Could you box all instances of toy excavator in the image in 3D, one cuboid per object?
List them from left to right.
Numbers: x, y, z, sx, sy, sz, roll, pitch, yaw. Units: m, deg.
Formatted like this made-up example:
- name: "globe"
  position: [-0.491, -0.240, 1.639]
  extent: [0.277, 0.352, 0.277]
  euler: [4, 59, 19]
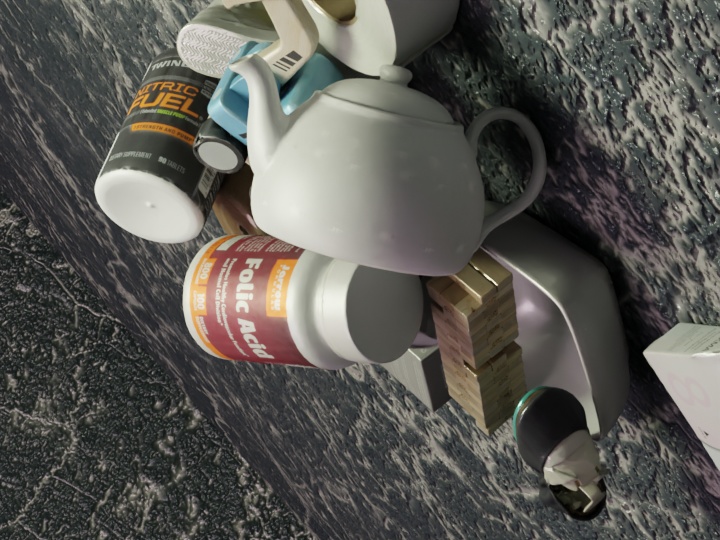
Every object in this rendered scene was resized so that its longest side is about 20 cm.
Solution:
- name: "toy excavator"
  position: [-0.064, -0.160, 1.320]
  extent: [0.194, 0.100, 0.200]
  euler: [37, 141, -20]

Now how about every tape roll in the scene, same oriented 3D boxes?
- name: "tape roll"
  position: [-0.011, -0.254, 1.260]
  extent: [0.202, 0.071, 0.203]
  euler: [46, 162, 19]

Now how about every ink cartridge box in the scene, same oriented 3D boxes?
- name: "ink cartridge box"
  position: [0.317, 0.118, 1.204]
  extent: [0.163, 0.057, 0.200]
  euler: [56, 168, -13]

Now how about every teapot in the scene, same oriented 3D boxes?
- name: "teapot"
  position: [0.018, -0.086, 1.244]
  extent: [0.197, 0.147, 0.200]
  euler: [19, -170, 28]

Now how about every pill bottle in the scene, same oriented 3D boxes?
- name: "pill bottle"
  position: [-0.163, -0.133, 1.476]
  extent: [0.106, 0.201, 0.106]
  euler: [13, 147, 8]
- name: "pill bottle"
  position: [-0.050, 0.027, 1.375]
  extent: [0.199, 0.114, 0.114]
  euler: [1, 131, 44]

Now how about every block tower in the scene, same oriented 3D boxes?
- name: "block tower"
  position: [0.103, 0.062, 1.390]
  extent: [0.058, 0.054, 0.200]
  euler: [42, 160, 34]

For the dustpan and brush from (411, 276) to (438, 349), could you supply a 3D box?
- name: "dustpan and brush"
  position: [-0.008, 0.018, 1.560]
  extent: [0.199, 0.140, 0.057]
  euler: [19, 126, -2]

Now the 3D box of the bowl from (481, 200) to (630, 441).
- name: "bowl"
  position: [0.158, 0.031, 1.399]
  extent: [0.199, 0.075, 0.200]
  euler: [36, 158, 43]

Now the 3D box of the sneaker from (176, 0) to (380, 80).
- name: "sneaker"
  position: [-0.054, -0.205, 1.449]
  extent: [0.199, 0.116, 0.074]
  euler: [21, 126, 4]

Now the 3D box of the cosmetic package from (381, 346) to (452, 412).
- name: "cosmetic package"
  position: [0.038, 0.048, 1.741]
  extent: [0.200, 0.090, 0.107]
  euler: [44, 163, 33]

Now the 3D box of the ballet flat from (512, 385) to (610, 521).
- name: "ballet flat"
  position: [0.181, 0.164, 1.372]
  extent: [0.073, 0.073, 0.200]
  euler: [42, 167, 30]

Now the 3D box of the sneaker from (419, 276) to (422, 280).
- name: "sneaker"
  position: [0.000, 0.000, 1.457]
  extent: [0.094, 0.070, 0.200]
  euler: [56, 141, 28]

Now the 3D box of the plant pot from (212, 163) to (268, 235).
- name: "plant pot"
  position: [-0.047, -0.086, 1.528]
  extent: [0.200, 0.174, 0.200]
  euler: [47, 163, 19]
